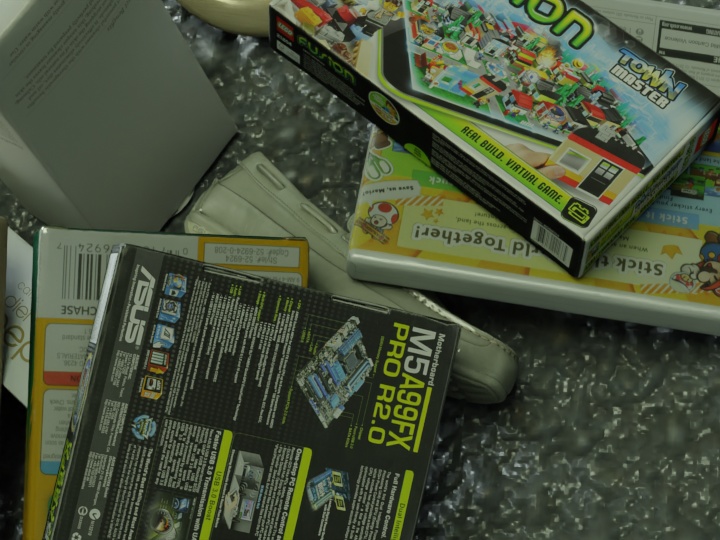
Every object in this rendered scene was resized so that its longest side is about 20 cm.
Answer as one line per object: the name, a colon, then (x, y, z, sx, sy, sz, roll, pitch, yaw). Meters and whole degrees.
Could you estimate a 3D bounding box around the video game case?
video game case: (0.105, -0.062, 0.955, 0.199, 0.023, 0.183, 9, 59, 4)

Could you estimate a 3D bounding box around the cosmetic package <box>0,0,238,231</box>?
cosmetic package: (-0.151, -0.099, 0.988, 0.085, 0.200, 0.108, 29, 72, 27)

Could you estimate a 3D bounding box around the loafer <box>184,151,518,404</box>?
loafer: (0.000, 0.000, 0.966, 0.200, 0.070, 0.070, 30, 78, 26)

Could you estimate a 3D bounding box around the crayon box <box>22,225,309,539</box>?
crayon box: (-0.093, 0.082, 0.905, 0.125, 0.052, 0.201, 3, 88, -12)

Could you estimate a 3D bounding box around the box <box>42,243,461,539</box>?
box: (-0.055, 0.102, 0.864, 0.160, 0.044, 0.201, 13, 87, -13)

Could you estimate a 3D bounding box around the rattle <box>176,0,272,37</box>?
rattle: (-0.018, -0.187, 1.094, 0.199, 0.143, 0.131, 21, 103, 10)

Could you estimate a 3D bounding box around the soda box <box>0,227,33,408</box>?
soda box: (-0.170, 0.031, 1.003, 0.200, 0.068, 0.064, 38, 80, 30)

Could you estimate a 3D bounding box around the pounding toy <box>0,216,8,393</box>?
pounding toy: (-0.296, 0.060, 0.938, 0.199, 0.142, 0.185, 4, 93, 28)

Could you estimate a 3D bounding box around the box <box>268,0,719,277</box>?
box: (0.064, -0.096, 0.940, 0.200, 0.035, 0.110, 38, 65, 19)
